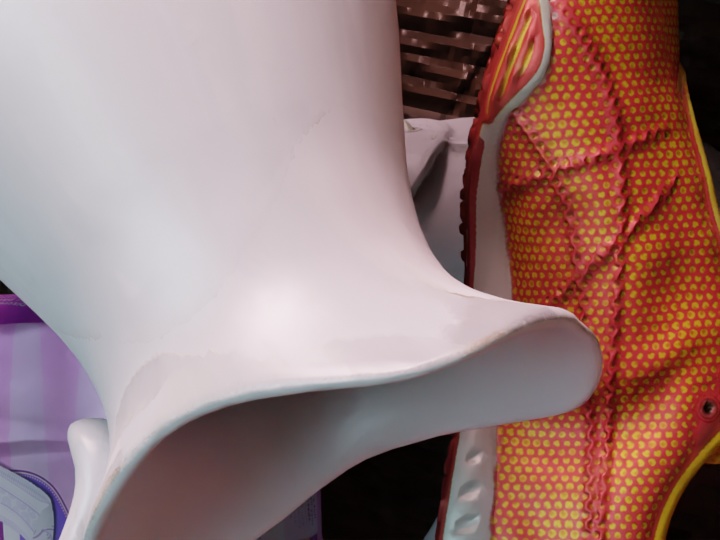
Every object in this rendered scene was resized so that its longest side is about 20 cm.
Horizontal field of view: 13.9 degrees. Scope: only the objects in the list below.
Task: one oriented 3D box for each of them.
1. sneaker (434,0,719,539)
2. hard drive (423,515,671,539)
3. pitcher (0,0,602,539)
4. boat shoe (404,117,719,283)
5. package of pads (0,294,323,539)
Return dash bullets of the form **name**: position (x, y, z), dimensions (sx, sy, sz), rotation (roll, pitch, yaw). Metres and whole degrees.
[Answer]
- **sneaker**: position (0.057, 0.001, 0.651), dimensions (0.077, 0.073, 0.201), rotation (4, 95, 3)
- **hard drive**: position (0.028, 0.155, 0.708), dimensions (0.132, 0.027, 0.200), rotation (44, 112, 37)
- **pitcher**: position (-0.064, -0.028, 0.617), dimensions (0.171, 0.121, 0.201), rotation (-31, 69, 16)
- **boat shoe**: position (0.000, 0.000, 0.731), dimensions (0.199, 0.067, 0.074), rotation (-9, 77, 40)
- **package of pads**: position (-0.069, 0.104, 0.708), dimensions (0.120, 0.076, 0.201), rotation (-1, 95, 29)
